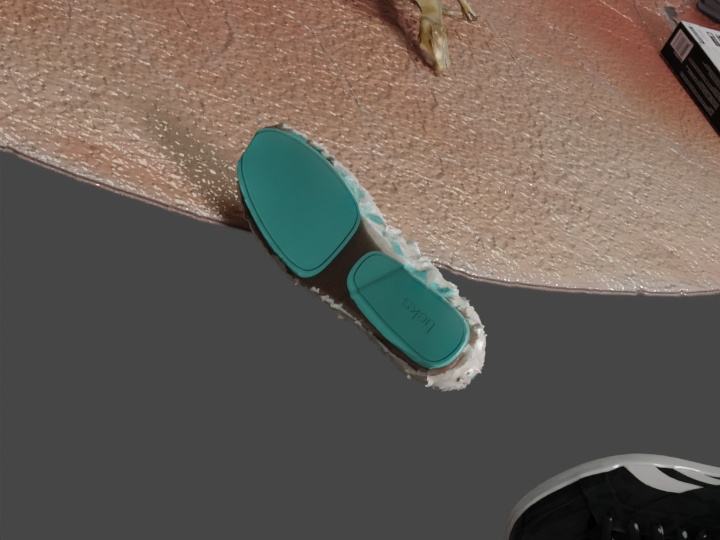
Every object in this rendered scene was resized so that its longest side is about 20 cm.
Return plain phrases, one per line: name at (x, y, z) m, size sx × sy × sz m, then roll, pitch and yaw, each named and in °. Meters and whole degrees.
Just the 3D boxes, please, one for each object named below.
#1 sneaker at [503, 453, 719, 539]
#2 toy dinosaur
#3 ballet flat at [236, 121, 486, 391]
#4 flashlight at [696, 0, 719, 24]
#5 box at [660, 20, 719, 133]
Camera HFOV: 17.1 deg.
sneaker at (0.174, 0.145, 1.222) m, size 0.199 × 0.073 × 0.112 m, roll -4°, pitch 17°, yaw 2°
toy dinosaur at (0.027, -0.229, 1.771) m, size 0.101 × 0.058 × 0.200 m, roll -6°, pitch 47°, yaw -48°
ballet flat at (0.000, 0.000, 1.392) m, size 0.072 × 0.072 × 0.200 m, roll -9°, pitch 51°, yaw -51°
flashlight at (0.393, -0.206, 2.088) m, size 0.200 × 0.068 × 0.068 m, roll 31°, pitch -6°, yaw 7°
box at (0.332, -0.120, 1.932) m, size 0.110 × 0.035 × 0.200 m, roll 11°, pitch 35°, yaw -35°
